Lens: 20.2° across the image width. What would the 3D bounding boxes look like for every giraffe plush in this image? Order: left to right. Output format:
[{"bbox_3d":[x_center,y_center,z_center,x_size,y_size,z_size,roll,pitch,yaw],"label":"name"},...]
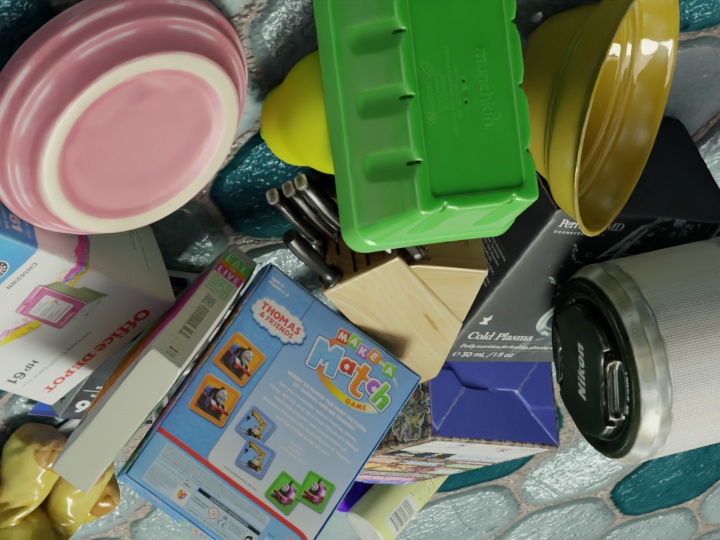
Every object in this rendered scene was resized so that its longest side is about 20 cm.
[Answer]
[{"bbox_3d":[-0.294,0.254,1.757,0.200,0.162,0.173,-34,142,21],"label":"giraffe plush"}]

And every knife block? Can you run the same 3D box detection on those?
[{"bbox_3d":[0.000,0.000,1.557,0.175,0.064,0.200,5,140,-16],"label":"knife block"}]

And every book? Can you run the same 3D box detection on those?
[{"bbox_3d":[-0.151,0.067,1.508,0.134,0.048,0.200,-49,-176,26],"label":"book"}]

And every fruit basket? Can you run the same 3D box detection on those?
[{"bbox_3d":[0.024,-0.116,1.427,0.155,0.216,0.216,-7,145,-22],"label":"fruit basket"}]

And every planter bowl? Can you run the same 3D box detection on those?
[{"bbox_3d":[0.165,-0.133,1.516,0.200,0.083,0.201,-49,149,-43],"label":"planter bowl"}]

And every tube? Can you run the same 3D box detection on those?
[{"bbox_3d":[0.068,0.184,1.953,0.200,0.052,0.058,-45,-163,-22],"label":"tube"}]

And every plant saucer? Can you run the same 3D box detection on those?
[{"bbox_3d":[-0.160,-0.099,1.385,0.200,0.051,0.201,-23,140,-20],"label":"plant saucer"}]

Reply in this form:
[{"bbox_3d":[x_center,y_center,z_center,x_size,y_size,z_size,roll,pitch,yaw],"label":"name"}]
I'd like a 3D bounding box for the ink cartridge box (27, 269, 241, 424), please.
[{"bbox_3d":[-0.188,0.077,1.681,0.099,0.039,0.200,7,136,-38],"label":"ink cartridge box"}]

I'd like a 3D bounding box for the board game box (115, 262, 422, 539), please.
[{"bbox_3d":[-0.067,0.119,1.536,0.200,0.151,0.037,-55,-170,-17],"label":"board game box"}]

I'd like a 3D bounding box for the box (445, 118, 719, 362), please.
[{"bbox_3d":[0.166,-0.027,1.680,0.200,0.124,0.197,2,139,-34],"label":"box"}]

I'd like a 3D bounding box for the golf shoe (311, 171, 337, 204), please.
[{"bbox_3d":[0.037,-0.103,1.530,0.097,0.078,0.200,9,136,-32],"label":"golf shoe"}]

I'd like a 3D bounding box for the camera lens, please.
[{"bbox_3d":[0.263,0.059,1.602,0.200,0.160,0.160,-12,147,-19],"label":"camera lens"}]

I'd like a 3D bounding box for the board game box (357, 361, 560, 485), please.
[{"bbox_3d":[0.048,0.124,1.786,0.159,0.097,0.200,9,161,-41],"label":"board game box"}]

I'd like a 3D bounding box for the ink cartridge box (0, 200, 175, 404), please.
[{"bbox_3d":[-0.258,0.009,1.497,0.144,0.085,0.200,-38,146,21],"label":"ink cartridge box"}]

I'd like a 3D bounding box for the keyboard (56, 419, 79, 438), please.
[{"bbox_3d":[-0.178,0.101,1.760,0.200,0.011,0.056,-33,142,16],"label":"keyboard"}]

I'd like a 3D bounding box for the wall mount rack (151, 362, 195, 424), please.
[{"bbox_3d":[-0.113,0.171,1.639,0.074,0.200,0.174,-16,103,-12],"label":"wall mount rack"}]

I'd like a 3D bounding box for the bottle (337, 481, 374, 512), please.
[{"bbox_3d":[-0.054,0.199,1.931,0.200,0.065,0.084,2,136,-35],"label":"bottle"}]
